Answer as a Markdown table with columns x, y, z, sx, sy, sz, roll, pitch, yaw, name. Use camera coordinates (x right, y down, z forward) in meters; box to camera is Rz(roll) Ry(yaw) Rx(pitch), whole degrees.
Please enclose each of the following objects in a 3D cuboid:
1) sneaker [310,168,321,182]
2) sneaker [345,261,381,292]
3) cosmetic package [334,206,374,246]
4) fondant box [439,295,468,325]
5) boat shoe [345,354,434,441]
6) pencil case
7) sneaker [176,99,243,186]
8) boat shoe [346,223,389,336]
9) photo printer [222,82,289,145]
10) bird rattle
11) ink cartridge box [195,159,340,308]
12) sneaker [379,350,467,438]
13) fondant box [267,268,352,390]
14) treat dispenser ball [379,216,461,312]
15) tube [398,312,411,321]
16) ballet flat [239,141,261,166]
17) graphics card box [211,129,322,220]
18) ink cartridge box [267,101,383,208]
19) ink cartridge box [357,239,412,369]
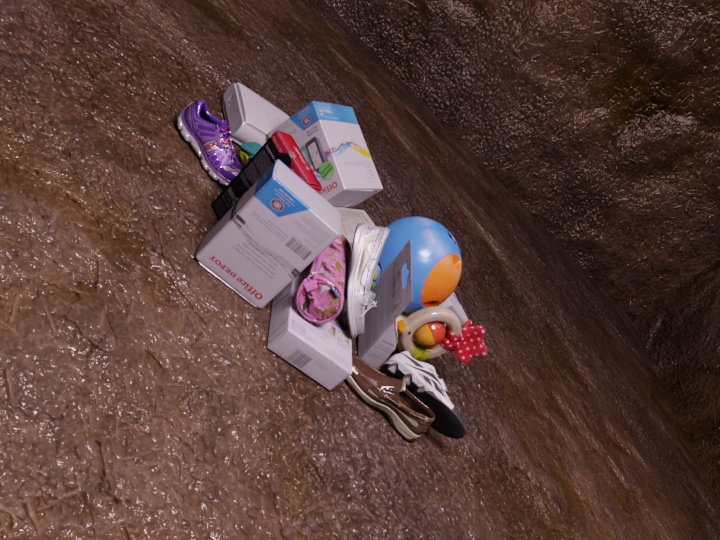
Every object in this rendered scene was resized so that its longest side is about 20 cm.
| x | y | z | sx | sy | sz | roll | pitch | yaw | name |
| --- | --- | --- | --- | --- | --- | --- | --- | --- | --- |
| -0.151 | -0.137 | 1.327 | 0.079 | 0.199 | 0.097 | 12 | 82 | -33 | sneaker |
| 0.000 | 0.000 | 1.402 | 0.070 | 0.083 | 0.200 | 29 | -14 | -4 | sneaker |
| -0.043 | -0.071 | 1.531 | 0.104 | 0.087 | 0.199 | 56 | 25 | 18 | cosmetic package |
| 0.195 | 0.079 | 1.685 | 0.200 | 0.058 | 0.145 | 48 | 15 | -53 | fondant box |
| 0.055 | 0.217 | 1.293 | 0.202 | 0.075 | 0.075 | 44 | 24 | -14 | boat shoe |
| -0.061 | 0.007 | 1.246 | 0.082 | 0.087 | 0.201 | 28 | 26 | -10 | pencil case |
| -0.274 | -0.243 | 1.381 | 0.201 | 0.083 | 0.081 | 52 | 24 | -1 | sneaker |
| 0.011 | 0.018 | 1.268 | 0.074 | 0.064 | 0.204 | 88 | 9 | -77 | boat shoe |
| -0.213 | -0.318 | 1.618 | 0.199 | 0.069 | 0.167 | 28 | 32 | -40 | photo printer |
| 0.150 | 0.139 | 1.426 | 0.113 | 0.198 | 0.164 | -96 | 167 | -44 | bird rattle |
| -0.151 | -0.057 | 1.179 | 0.146 | 0.200 | 0.086 | 40 | 24 | -22 | ink cartridge box |
| 0.136 | 0.226 | 1.351 | 0.200 | 0.074 | 0.088 | 44 | 43 | 11 | sneaker |
| -0.085 | 0.093 | 1.253 | 0.144 | 0.058 | 0.201 | 38 | 27 | -24 | fondant box |
| 0.114 | -0.013 | 1.505 | 0.200 | 0.201 | 0.202 | 39 | 26 | -23 | treat dispenser ball |
| 0.074 | 0.102 | 1.534 | 0.199 | 0.058 | 0.052 | -1 | 69 | -60 | tube |
| -0.199 | -0.210 | 1.429 | 0.200 | 0.066 | 0.068 | -139 | -139 | -62 | ballet flat |
| -0.168 | -0.131 | 1.258 | 0.051 | 0.200 | 0.126 | 5 | 48 | -56 | graphics card box |
| -0.075 | -0.233 | 1.532 | 0.145 | 0.146 | 0.202 | -8 | 75 | -55 | ink cartridge box |
| 0.060 | 0.066 | 1.347 | 0.057 | 0.200 | 0.164 | 25 | 40 | -22 | ink cartridge box |
